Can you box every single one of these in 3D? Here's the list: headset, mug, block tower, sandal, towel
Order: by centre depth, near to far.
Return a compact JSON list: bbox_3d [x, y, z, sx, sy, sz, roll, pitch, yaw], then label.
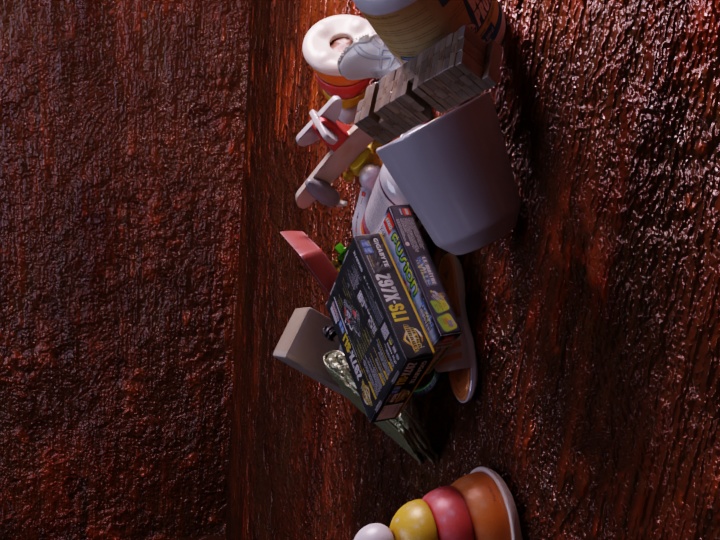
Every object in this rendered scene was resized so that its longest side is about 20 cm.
[{"bbox_3d":[0.075,-0.217,0.915,0.198,0.057,0.055,-18,52,48],"label":"block tower"},{"bbox_3d":[0.127,-0.114,0.924,0.148,0.186,0.156,-20,100,46],"label":"mug"},{"bbox_3d":[0.114,0.080,1.069,0.079,0.058,0.212,130,137,-64],"label":"sandal"},{"bbox_3d":[0.039,0.114,1.159,0.197,0.093,0.126,21,111,37],"label":"headset"},{"bbox_3d":[0.030,0.207,1.170,0.199,0.037,0.149,35,163,36],"label":"towel"}]

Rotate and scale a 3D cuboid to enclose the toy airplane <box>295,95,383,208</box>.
[{"bbox_3d":[-0.010,-0.194,1.270,0.142,0.196,0.201,54,151,21],"label":"toy airplane"}]

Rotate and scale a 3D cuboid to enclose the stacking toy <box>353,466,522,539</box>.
[{"bbox_3d":[0.083,0.320,0.936,0.146,0.195,0.150,-179,90,-73],"label":"stacking toy"}]

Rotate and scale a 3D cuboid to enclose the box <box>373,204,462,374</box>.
[{"bbox_3d":[0.066,0.025,1.042,0.111,0.034,0.203,-60,42,50],"label":"box"}]

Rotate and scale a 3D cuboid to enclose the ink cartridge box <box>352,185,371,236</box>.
[{"bbox_3d":[0.014,-0.042,1.344,0.162,0.049,0.204,-142,70,-69],"label":"ink cartridge box"}]

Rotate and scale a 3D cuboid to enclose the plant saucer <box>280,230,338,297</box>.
[{"bbox_3d":[-0.051,0.019,1.313,0.201,0.036,0.200,54,176,-20],"label":"plant saucer"}]

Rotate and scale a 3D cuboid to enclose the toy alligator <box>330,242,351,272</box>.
[{"bbox_3d":[0.000,0.000,1.273,0.054,0.059,0.200,49,177,-24],"label":"toy alligator"}]

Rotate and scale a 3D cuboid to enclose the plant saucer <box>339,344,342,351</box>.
[{"bbox_3d":[0.022,0.120,1.338,0.201,0.049,0.203,126,153,-43],"label":"plant saucer"}]

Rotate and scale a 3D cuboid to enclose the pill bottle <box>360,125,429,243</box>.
[{"bbox_3d":[0.071,-0.107,1.123,0.201,0.107,0.112,113,151,-53],"label":"pill bottle"}]

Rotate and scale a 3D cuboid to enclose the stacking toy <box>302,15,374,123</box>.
[{"bbox_3d":[-0.029,-0.360,1.458,0.202,0.142,0.149,85,175,-58],"label":"stacking toy"}]

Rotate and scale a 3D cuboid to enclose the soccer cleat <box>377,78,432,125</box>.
[{"bbox_3d":[0.063,-0.255,1.173,0.070,0.084,0.203,68,-169,-53],"label":"soccer cleat"}]

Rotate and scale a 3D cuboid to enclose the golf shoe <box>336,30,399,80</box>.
[{"bbox_3d":[0.048,-0.295,1.117,0.197,0.078,0.100,-10,79,36],"label":"golf shoe"}]

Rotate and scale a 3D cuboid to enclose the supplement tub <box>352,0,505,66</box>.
[{"bbox_3d":[0.073,-0.331,0.918,0.142,0.200,0.147,-19,53,27],"label":"supplement tub"}]

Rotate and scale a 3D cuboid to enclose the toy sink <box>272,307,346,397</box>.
[{"bbox_3d":[-0.050,0.162,1.482,0.114,0.198,0.130,-62,12,-12],"label":"toy sink"}]

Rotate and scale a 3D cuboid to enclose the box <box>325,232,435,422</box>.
[{"bbox_3d":[0.021,0.077,1.053,0.161,0.048,0.203,112,143,-48],"label":"box"}]
